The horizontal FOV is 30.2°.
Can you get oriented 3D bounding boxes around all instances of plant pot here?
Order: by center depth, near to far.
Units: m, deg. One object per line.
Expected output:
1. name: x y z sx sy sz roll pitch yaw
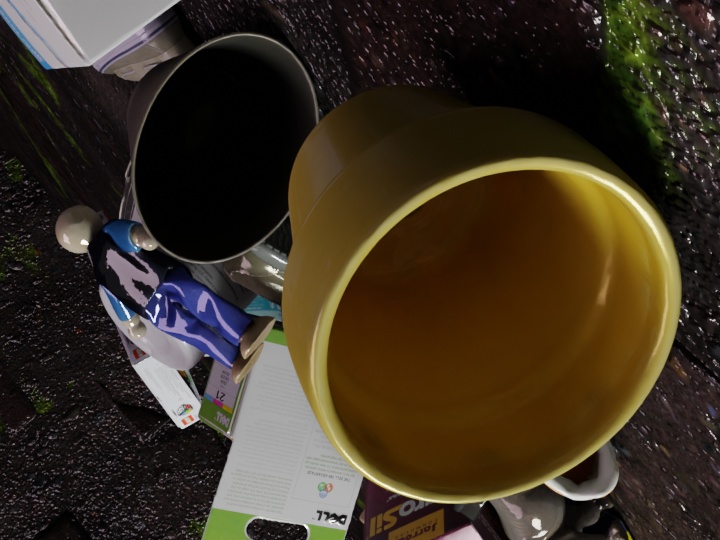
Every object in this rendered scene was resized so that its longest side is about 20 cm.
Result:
1. plant pot: 0.045 -0.009 0.730 0.201 0.200 0.189 59 -179 -33

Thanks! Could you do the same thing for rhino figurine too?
1. rhino figurine: 0.127 0.157 1.075 0.200 0.087 0.060 53 -162 -10

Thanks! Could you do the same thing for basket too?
1. basket: -0.126 -0.114 1.096 0.135 0.181 0.200 22 -173 -19

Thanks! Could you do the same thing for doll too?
1. doll: -0.168 0.015 1.088 0.199 0.049 0.137 34 141 7

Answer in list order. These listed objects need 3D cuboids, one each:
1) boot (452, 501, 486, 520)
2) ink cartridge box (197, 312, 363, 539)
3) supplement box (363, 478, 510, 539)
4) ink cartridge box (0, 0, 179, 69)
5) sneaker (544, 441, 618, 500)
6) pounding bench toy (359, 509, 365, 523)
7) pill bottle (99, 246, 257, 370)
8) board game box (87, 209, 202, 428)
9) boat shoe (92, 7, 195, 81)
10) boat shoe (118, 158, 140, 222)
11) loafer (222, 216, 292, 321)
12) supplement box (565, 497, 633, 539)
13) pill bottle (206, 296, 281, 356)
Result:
1. boot: 0.036 0.055 0.841 0.157 0.080 0.211 26 -150 0
2. ink cartridge box: -0.069 0.152 1.178 0.147 0.201 0.076 16 -179 -32
3. supplement box: 0.070 0.202 1.171 0.086 0.110 0.200 54 -160 -25
4. ink cartridge box: -0.201 -0.245 0.965 0.145 0.147 0.200 55 167 -19
5. sneaker: 0.117 0.091 0.980 0.200 0.079 0.079 42 174 -11
6. pounding bench toy: 0.123 0.292 1.404 0.200 0.124 0.156 46 171 -26
7. pill bottle: -0.134 -0.016 1.219 0.113 0.200 0.114 32 153 19
8. board game box: -0.220 0.048 1.338 0.201 0.034 0.127 60 176 37
9. boat shoe: -0.212 -0.208 1.280 0.062 0.072 0.200 56 164 -12
10. boat shoe: -0.196 -0.105 1.294 0.070 0.201 0.064 5 -159 -43
11. loafer: -0.039 0.014 1.182 0.200 0.070 0.075 33 -144 -28
12. supplement box: 0.205 0.305 1.202 0.201 0.109 0.109 58 166 -27
13. pill bottle: -0.143 -0.017 1.363 0.111 0.110 0.202 138 126 -77
